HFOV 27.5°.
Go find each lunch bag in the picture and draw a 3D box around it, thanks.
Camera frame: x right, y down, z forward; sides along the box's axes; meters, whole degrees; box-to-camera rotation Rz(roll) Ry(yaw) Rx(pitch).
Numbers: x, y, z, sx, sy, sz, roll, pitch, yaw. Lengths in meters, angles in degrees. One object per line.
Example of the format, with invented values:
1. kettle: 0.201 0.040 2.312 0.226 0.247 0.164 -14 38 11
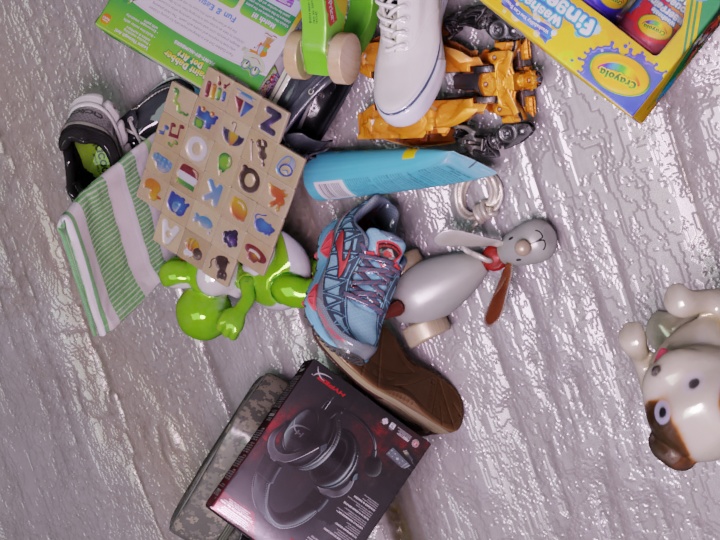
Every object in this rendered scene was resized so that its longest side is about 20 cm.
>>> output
1. lunch bag: -0.089 0.235 1.597 0.167 0.139 0.200 32 118 -2

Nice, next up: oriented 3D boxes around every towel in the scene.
1. towel: -0.233 -0.044 1.533 0.023 0.200 0.153 7 126 32

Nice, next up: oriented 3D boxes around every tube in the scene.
1. tube: 0.033 -0.099 1.461 0.199 0.077 0.051 -1 82 39

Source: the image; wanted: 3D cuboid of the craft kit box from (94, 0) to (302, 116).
1. craft kit box: -0.136 -0.281 1.478 0.200 0.049 0.198 32 87 18

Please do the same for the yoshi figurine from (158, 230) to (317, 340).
1. yoshi figurine: -0.112 0.030 1.544 0.199 0.113 0.113 3 65 9

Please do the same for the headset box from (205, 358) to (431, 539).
1. headset box: -0.049 0.212 1.471 0.149 0.077 0.200 37 79 -4

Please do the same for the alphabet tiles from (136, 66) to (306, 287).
1. alphabet tiles: -0.141 -0.091 1.459 0.166 0.006 0.201 31 117 18

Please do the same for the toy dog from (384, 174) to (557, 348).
1. toy dog: 0.090 0.006 1.455 0.132 0.096 0.200 45 119 10

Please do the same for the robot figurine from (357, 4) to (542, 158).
1. robot figurine: 0.086 -0.182 1.428 0.199 0.058 0.146 1 104 28

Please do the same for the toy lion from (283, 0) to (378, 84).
1. toy lion: -0.016 -0.302 1.382 0.068 0.192 0.201 9 128 26

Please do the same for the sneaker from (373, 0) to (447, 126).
1. sneaker: 0.039 -0.231 1.369 0.073 0.071 0.201 -9 61 32

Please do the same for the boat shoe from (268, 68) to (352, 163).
1. boat shoe: -0.066 -0.134 1.465 0.062 0.074 0.201 36 109 26

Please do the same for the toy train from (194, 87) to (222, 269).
1. toy train: -0.157 -0.113 1.530 0.115 0.085 0.201 30 89 30

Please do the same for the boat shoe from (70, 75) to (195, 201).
1. boat shoe: -0.247 -0.135 1.614 0.076 0.060 0.200 47 120 9

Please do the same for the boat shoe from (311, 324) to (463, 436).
1. boat shoe: 0.016 0.110 1.507 0.200 0.072 0.072 36 139 -27

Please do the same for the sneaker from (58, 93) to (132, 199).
1. sneaker: -0.267 -0.083 1.563 0.073 0.088 0.201 -11 116 21

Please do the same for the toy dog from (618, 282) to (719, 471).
1. toy dog: 0.311 0.103 1.305 0.139 0.200 0.195 -30 89 31

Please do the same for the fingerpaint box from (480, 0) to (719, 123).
1. fingerpaint box: 0.219 -0.257 1.302 0.200 0.073 0.167 41 101 13

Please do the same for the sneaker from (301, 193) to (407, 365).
1. sneaker: 0.000 0.000 1.432 0.079 0.201 0.096 28 129 -25
